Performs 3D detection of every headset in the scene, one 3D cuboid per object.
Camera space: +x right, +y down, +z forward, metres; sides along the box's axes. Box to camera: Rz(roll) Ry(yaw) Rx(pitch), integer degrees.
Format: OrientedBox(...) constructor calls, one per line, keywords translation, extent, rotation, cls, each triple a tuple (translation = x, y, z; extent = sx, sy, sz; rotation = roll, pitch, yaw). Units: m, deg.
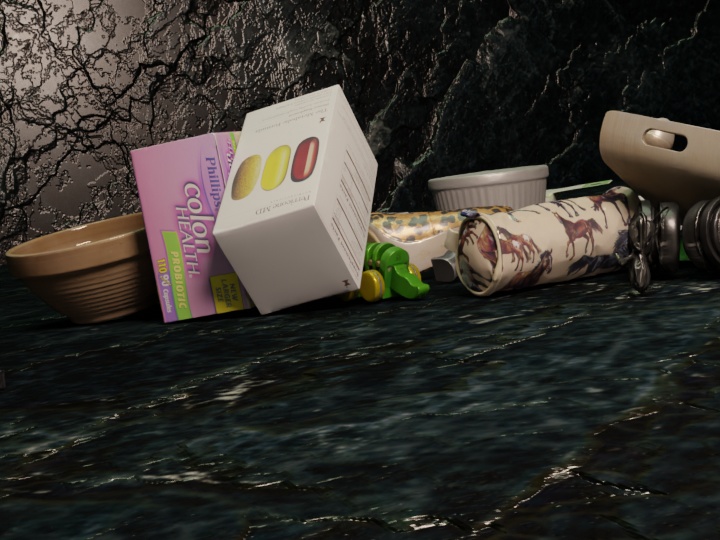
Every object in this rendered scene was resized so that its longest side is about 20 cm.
OrientedBox(translation=(0.286, -0.017, 1.142), extent=(0.122, 0.095, 0.199), rotation=(-2, -9, 37), cls="headset")

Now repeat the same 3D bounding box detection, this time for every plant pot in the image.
OrientedBox(translation=(-0.278, 0.000, 1.419), extent=(0.198, 0.094, 0.201), rotation=(-12, 10, 2), cls="plant pot")

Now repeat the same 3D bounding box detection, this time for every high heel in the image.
OrientedBox(translation=(0.073, -0.045, 1.458), extent=(0.199, 0.072, 0.142), rotation=(16, 37, 39), cls="high heel")

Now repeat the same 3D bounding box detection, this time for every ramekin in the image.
OrientedBox(translation=(0.214, -0.116, 2.150), extent=(0.200, 0.095, 0.202), rotation=(-7, 5, 1), cls="ramekin")

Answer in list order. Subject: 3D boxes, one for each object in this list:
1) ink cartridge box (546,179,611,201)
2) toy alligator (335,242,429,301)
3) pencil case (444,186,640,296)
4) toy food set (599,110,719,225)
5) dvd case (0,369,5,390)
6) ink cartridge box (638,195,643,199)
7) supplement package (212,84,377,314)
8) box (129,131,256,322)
OrientedBox(translation=(0.354, -0.126, 2.350), extent=(0.198, 0.049, 0.145), rotation=(-5, 5, 14), cls="ink cartridge box")
OrientedBox(translation=(0.000, 0.000, 1.311), extent=(0.059, 0.055, 0.199), rotation=(-10, 5, -35), cls="toy alligator")
OrientedBox(translation=(0.182, -0.031, 1.242), extent=(0.198, 0.078, 0.090), rotation=(-10, 41, -29), cls="pencil case")
OrientedBox(translation=(0.329, -0.085, 1.223), extent=(0.143, 0.061, 0.199), rotation=(19, -8, 45), cls="toy food set")
OrientedBox(translation=(-0.381, 0.093, 0.976), extent=(0.199, 0.018, 0.142), rotation=(-2, 6, 41), cls="dvd case")
OrientedBox(translation=(0.238, -0.024, 1.432), extent=(0.162, 0.058, 0.200), rotation=(-2, 28, 45), cls="ink cartridge box")
OrientedBox(translation=(-0.059, -0.072, 1.292), extent=(0.113, 0.110, 0.201), rotation=(-15, 37, 18), cls="supplement package")
OrientedBox(translation=(-0.145, -0.052, 1.374), extent=(0.096, 0.178, 0.200), rotation=(-10, 5, 14), cls="box")
